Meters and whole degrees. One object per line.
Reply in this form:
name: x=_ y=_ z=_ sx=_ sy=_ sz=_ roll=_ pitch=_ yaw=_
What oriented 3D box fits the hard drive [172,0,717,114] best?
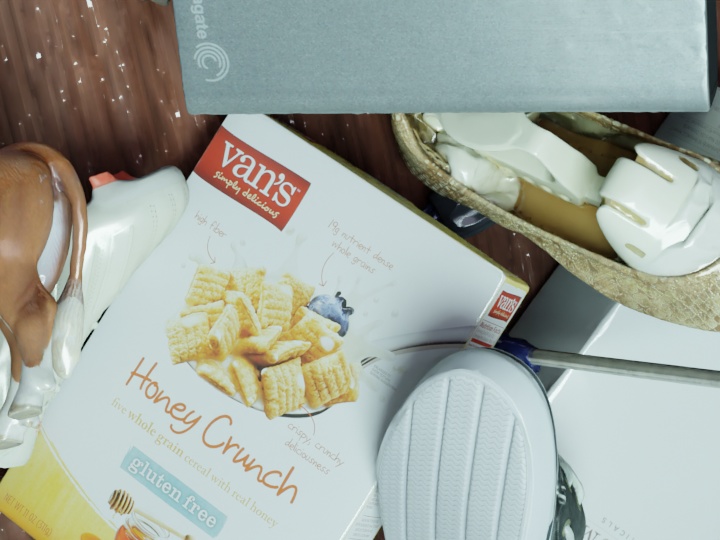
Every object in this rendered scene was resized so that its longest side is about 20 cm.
hard drive: x=0.026 y=-0.127 z=0.830 sx=0.199 sy=0.033 sz=0.140 roll=1 pitch=112 yaw=15

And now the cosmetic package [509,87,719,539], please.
cosmetic package: x=0.137 y=0.033 z=0.987 sx=0.113 sy=0.081 sz=0.200 roll=33 pitch=93 yaw=-18

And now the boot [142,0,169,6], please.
boot: x=-0.073 y=-0.208 z=0.876 sx=0.146 sy=0.070 sz=0.200 roll=40 pitch=110 yaw=-4

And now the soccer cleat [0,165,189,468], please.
soccer cleat: x=-0.141 y=0.034 z=0.930 sx=0.200 sy=0.069 sz=0.078 roll=-37 pitch=89 yaw=5

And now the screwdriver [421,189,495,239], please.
screwdriver: x=0.000 y=0.000 z=0.978 sx=0.200 sy=0.028 sz=0.029 roll=-32 pitch=78 yaw=-3

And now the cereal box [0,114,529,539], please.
cereal box: x=-0.043 y=0.051 z=0.933 sx=0.144 sy=0.040 sz=0.201 roll=33 pitch=95 yaw=23

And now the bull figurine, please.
bull figurine: x=-0.191 y=0.019 z=0.876 sx=0.199 sy=0.065 sz=0.122 roll=-19 pitch=75 yaw=20

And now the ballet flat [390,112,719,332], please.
ballet flat: x=0.091 y=-0.032 z=0.914 sx=0.199 sy=0.065 sz=0.071 roll=22 pitch=83 yaw=26

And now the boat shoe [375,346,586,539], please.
boat shoe: x=0.052 y=0.096 z=0.904 sx=0.071 sy=0.072 sz=0.201 roll=-38 pitch=149 yaw=-35

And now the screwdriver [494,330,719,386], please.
screwdriver: x=0.079 y=0.039 z=0.914 sx=0.028 sy=0.200 sz=0.029 roll=10 pitch=92 yaw=-39
